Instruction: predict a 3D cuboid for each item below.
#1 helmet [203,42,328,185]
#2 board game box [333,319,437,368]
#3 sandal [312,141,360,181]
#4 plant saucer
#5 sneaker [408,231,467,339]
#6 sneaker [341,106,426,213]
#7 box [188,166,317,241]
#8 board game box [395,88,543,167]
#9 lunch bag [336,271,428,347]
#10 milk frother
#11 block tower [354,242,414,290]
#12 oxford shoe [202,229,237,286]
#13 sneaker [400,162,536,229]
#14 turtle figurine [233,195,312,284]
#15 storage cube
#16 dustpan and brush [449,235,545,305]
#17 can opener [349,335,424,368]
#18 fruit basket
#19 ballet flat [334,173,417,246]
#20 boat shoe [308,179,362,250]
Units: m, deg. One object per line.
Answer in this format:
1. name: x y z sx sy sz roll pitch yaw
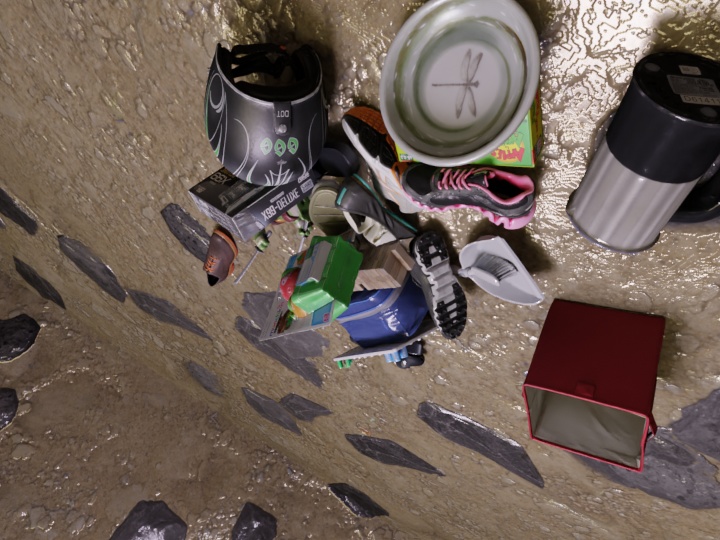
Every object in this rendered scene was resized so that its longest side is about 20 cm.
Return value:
1. helmet: -0.138 -0.223 0.765 0.198 0.201 0.192 29 145 6
2. board game box: 0.074 0.146 1.053 0.199 0.198 0.026 -20 90 51
3. sandal: -0.077 -0.181 0.871 0.076 0.043 0.199 54 158 -25
4. plant saucer: 0.117 -0.223 0.617 0.198 0.050 0.204 0 91 32
5. sneaker: 0.134 0.024 0.928 0.090 0.066 0.203 -156 45 -72
6. sneaker: 0.034 -0.160 0.811 0.200 0.076 0.092 46 149 -15
7. box: -0.188 -0.140 0.891 0.199 0.157 0.050 30 152 48
8. board game box: 0.136 -0.198 0.695 0.198 0.048 0.102 10 140 32
9. lunch bag: 0.027 0.055 1.023 0.133 0.136 0.199 49 142 -17
10. milk frother: 0.329 -0.082 0.542 0.178 0.201 0.189 20 145 13
11. block tower: 0.000 0.000 0.937 0.198 0.058 0.054 -10 135 45
12. oxford shoe: -0.359 -0.025 1.310 0.071 0.073 0.201 29 146 8
13. sneaker: 0.151 -0.121 0.724 0.197 0.080 0.095 13 169 11
14. turtle figurine: -0.133 -0.076 0.997 0.143 0.203 0.192 15 159 -41
15. storage cube: 0.378 0.180 0.843 0.198 0.181 0.172 10 140 33
16. dustpan and brush: 0.200 0.000 0.873 0.140 0.057 0.200 49 174 -19
17. can opener: 0.064 0.180 1.234 0.198 0.080 0.063 12 180 34
18. fruit basket: -0.095 0.021 0.888 0.198 0.187 0.094 -13 139 41
19. ballet flat: 0.021 -0.086 0.853 0.199 0.069 0.068 34 -173 -48
20. boat shoe: -0.040 -0.103 0.906 0.074 0.069 0.201 4 155 11
